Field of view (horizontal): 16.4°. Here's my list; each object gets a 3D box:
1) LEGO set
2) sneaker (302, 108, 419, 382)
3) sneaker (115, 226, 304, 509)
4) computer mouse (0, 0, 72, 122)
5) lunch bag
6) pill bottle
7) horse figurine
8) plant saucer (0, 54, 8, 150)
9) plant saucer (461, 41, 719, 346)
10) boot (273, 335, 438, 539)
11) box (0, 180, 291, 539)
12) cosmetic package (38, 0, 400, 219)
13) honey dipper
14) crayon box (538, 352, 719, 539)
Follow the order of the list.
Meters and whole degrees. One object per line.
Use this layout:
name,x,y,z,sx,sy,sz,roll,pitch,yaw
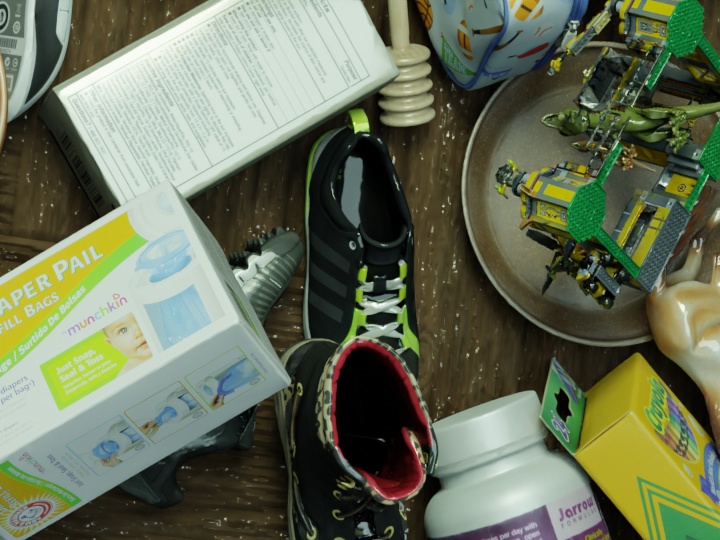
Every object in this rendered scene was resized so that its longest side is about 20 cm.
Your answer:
LEGO set,0.147,-0.085,1.564,0.154,0.115,0.201,30,82,-49
sneaker,0.000,0.000,1.580,0.071,0.083,0.201,-9,88,-15
sneaker,-0.090,0.066,1.561,0.090,0.066,0.200,42,80,-11
computer mouse,-0.202,-0.187,1.547,0.044,0.109,0.201,7,95,-43
lunch bag,0.078,-0.219,1.570,0.075,0.160,0.201,-17,76,-17
pill bottle,0.105,0.183,1.577,0.112,0.112,0.201,-20,91,-16
horse figurine,0.243,0.040,1.626,0.132,0.050,0.200,-40,101,-20
plant saucer,-0.313,-0.101,1.512,0.199,0.032,0.202,0,87,-2
plant saucer,0.157,-0.049,1.652,0.199,0.037,0.202,2,84,-16
boot,0.003,0.132,1.495,0.073,0.151,0.201,-9,85,-14
box,-0.162,0.056,1.474,0.199,0.101,0.113,-31,61,2
cosmetic package,-0.090,-0.111,1.563,0.199,0.087,0.104,-29,91,-15
honey dipper,0.023,-0.193,1.590,0.038,0.038,0.201,-10,109,-16
crayon box,0.200,0.135,1.597,0.052,0.126,0.200,-39,97,16
